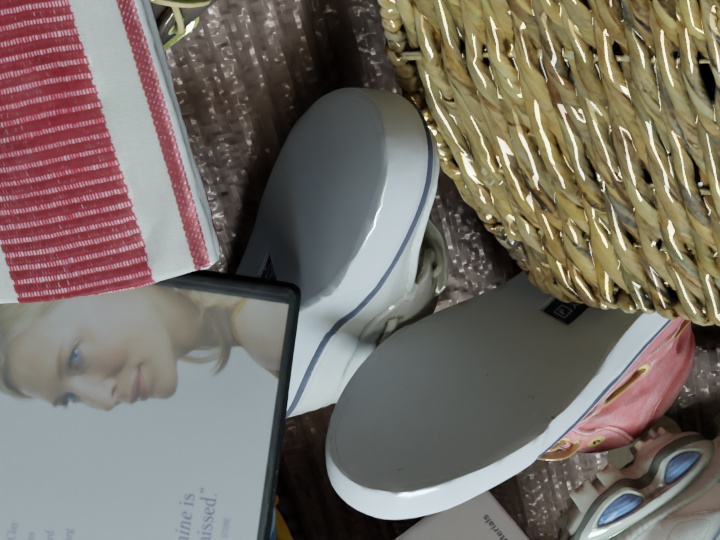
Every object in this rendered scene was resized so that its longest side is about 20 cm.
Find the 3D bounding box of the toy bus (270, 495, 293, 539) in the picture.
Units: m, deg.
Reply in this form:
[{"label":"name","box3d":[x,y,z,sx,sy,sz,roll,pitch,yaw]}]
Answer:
[{"label":"toy bus","box3d":[-0.090,0.136,0.859,0.192,0.136,0.200,19,125,-40]}]

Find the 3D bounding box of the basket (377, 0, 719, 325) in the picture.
[{"label":"basket","box3d":[0.102,-0.099,0.706,0.142,0.149,0.200,8,142,33]}]

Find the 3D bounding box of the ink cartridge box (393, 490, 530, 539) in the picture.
[{"label":"ink cartridge box","box3d":[-0.007,0.196,0.846,0.200,0.084,0.146,-35,159,-15]}]

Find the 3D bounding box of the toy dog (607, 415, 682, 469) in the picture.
[{"label":"toy dog","box3d":[0.151,0.155,0.921,0.131,0.097,0.200,-10,132,2]}]

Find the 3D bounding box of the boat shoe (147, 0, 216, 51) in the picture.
[{"label":"boat shoe","box3d":[-0.080,-0.097,0.665,0.199,0.060,0.072,-23,142,23]}]

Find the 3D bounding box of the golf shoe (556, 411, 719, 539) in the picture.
[{"label":"golf shoe","box3d":[0.179,0.083,0.828,0.200,0.097,0.078,-36,164,-7]}]

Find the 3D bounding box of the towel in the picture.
[{"label":"towel","box3d":[-0.154,-0.052,0.659,0.199,0.023,0.145,-7,115,17]}]

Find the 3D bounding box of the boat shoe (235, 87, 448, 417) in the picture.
[{"label":"boat shoe","box3d":[0.000,0.000,0.762,0.065,0.072,0.200,-3,147,-21]}]

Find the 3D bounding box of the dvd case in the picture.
[{"label":"dvd case","box3d":[-0.128,0.062,0.729,0.199,0.018,0.143,8,94,3]}]

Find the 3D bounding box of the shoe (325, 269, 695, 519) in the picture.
[{"label":"shoe","box3d":[0.067,0.048,0.777,0.200,0.071,0.091,-38,147,-30]}]
